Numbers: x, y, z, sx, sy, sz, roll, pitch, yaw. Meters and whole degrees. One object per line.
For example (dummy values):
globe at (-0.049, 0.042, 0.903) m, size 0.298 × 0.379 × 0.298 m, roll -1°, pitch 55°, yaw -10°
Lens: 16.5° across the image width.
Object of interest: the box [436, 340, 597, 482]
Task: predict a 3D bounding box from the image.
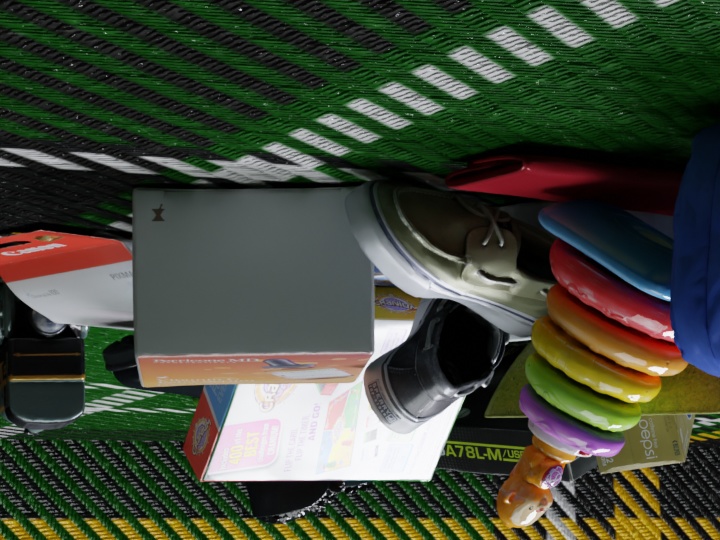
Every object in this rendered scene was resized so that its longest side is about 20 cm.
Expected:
box at (0.144, 0.104, 1.961) m, size 0.192 × 0.048 × 0.199 m, roll -1°, pitch -162°, yaw 44°

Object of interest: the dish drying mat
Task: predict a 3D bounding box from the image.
dish drying mat at (0.151, -0.052, 1.492) m, size 0.199 × 0.018 × 0.077 m, roll 6°, pitch 171°, yaw -36°

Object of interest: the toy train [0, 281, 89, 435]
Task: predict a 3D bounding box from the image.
toy train at (-0.254, 0.069, 1.950) m, size 0.085 × 0.115 × 0.200 m, roll 1°, pitch 173°, yaw -13°

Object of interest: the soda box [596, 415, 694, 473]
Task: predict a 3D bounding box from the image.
soda box at (0.208, 0.075, 1.808) m, size 0.064 × 0.068 × 0.200 m, roll -10°, pitch -164°, yaw 16°

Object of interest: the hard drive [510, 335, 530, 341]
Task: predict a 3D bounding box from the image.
hard drive at (0.208, 0.017, 1.814) m, size 0.199 × 0.027 × 0.132 m, roll -5°, pitch -167°, yaw 30°

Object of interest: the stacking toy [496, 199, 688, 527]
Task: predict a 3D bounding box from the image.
stacking toy at (0.134, 0.069, 1.491) m, size 0.110 × 0.201 × 0.116 m, roll 35°, pitch -165°, yaw 35°

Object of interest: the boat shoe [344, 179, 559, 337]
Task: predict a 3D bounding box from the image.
boat shoe at (0.070, -0.016, 1.539) m, size 0.062 × 0.072 × 0.199 m, roll -31°, pitch 146°, yaw 29°

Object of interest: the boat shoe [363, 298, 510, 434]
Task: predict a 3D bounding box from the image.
boat shoe at (0.068, 0.047, 1.665) m, size 0.068 × 0.072 × 0.200 m, roll -30°, pitch -179°, yaw 27°

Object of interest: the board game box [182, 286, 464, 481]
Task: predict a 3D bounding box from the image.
board game box at (-0.015, 0.084, 1.823) m, size 0.199 × 0.154 × 0.040 m, roll 3°, pitch -147°, yaw -30°

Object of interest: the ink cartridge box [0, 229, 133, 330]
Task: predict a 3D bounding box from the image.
ink cartridge box at (-0.193, 0.009, 1.781) m, size 0.199 × 0.058 × 0.162 m, roll 0°, pitch 174°, yaw -43°

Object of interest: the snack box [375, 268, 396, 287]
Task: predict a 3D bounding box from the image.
snack box at (0.000, 0.000, 1.819) m, size 0.199 × 0.025 × 0.072 m, roll -6°, pitch 171°, yaw 32°

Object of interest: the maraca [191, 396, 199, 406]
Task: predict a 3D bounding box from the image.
maraca at (-0.081, 0.081, 2.015) m, size 0.107 × 0.137 × 0.199 m, roll -48°, pitch 155°, yaw 26°

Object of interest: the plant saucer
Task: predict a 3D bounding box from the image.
plant saucer at (0.210, 0.048, 1.608) m, size 0.199 × 0.048 × 0.199 m, roll -3°, pitch -171°, yaw 40°

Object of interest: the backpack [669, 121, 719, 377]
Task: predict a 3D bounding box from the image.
backpack at (0.247, -0.001, 1.355) m, size 0.167 × 0.164 × 0.199 m, roll -3°, pitch 173°, yaw 40°

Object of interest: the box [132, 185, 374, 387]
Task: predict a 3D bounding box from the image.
box at (-0.071, 0.014, 1.613) m, size 0.151 × 0.107 × 0.200 m, roll 0°, pitch 172°, yaw -3°

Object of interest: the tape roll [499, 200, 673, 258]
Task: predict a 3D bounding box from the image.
tape roll at (0.165, -0.017, 1.681) m, size 0.201 × 0.037 × 0.203 m, roll -1°, pitch 173°, yaw 0°

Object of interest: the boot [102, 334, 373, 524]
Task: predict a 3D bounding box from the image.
boot at (-0.087, 0.114, 1.894) m, size 0.199 × 0.169 × 0.076 m, roll -14°, pitch -172°, yaw -26°
